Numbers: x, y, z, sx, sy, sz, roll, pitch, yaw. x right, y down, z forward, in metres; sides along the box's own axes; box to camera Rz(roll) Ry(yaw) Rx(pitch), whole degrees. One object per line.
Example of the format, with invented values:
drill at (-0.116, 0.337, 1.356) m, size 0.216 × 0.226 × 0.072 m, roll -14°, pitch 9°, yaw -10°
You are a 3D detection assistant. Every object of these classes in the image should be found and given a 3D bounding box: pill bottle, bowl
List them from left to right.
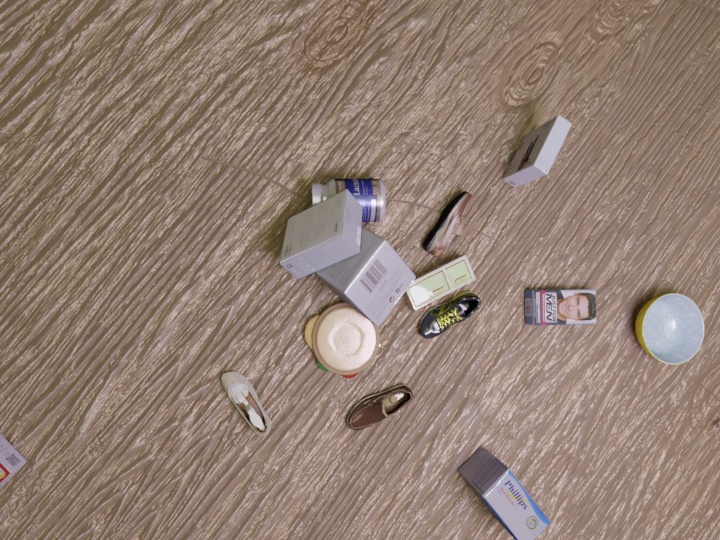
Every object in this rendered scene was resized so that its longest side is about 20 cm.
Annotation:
pill bottle at (-0.035, -0.188, 1.431) m, size 0.194 × 0.116 × 0.119 m, roll -2°, pitch 89°, yaw -8°
bowl at (0.883, 0.166, 1.557) m, size 0.194 × 0.108 × 0.206 m, roll 0°, pitch 89°, yaw -8°

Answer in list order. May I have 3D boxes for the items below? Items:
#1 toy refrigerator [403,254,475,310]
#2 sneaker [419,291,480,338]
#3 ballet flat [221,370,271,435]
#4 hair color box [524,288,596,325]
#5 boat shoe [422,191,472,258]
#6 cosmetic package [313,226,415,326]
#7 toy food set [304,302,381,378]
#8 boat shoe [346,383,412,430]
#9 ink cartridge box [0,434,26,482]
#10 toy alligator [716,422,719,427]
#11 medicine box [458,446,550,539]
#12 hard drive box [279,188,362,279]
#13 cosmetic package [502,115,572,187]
toy refrigerator at (0.216, 0.034, 1.485) m, size 0.196 × 0.070 × 0.077 m, roll -25°, pitch 92°, yaw -8°
sneaker at (0.250, 0.120, 1.480) m, size 0.198 × 0.085 × 0.075 m, roll -35°, pitch 93°, yaw -7°
ballet flat at (-0.299, 0.351, 1.410) m, size 0.067 × 0.062 × 0.202 m, roll -37°, pitch 94°, yaw -7°
hair color box at (0.579, 0.105, 1.540) m, size 0.194 × 0.061 × 0.102 m, roll -1°, pitch 89°, yaw -9°
boat shoe at (0.256, -0.126, 1.498) m, size 0.073 × 0.076 × 0.202 m, roll 34°, pitch 93°, yaw -11°
cosmetic package at (0.000, 0.000, 1.363) m, size 0.168 × 0.199 × 0.166 m, roll -50°, pitch 131°, yaw -6°
toy food set at (-0.042, 0.190, 1.457) m, size 0.197 × 0.049 × 0.201 m, roll -31°, pitch 93°, yaw -8°
boat shoe at (0.053, 0.374, 1.452) m, size 0.199 × 0.075 × 0.076 m, roll -31°, pitch 93°, yaw -7°
ink cartridge box at (-0.973, 0.490, 1.301) m, size 0.200 × 0.084 × 0.176 m, roll -43°, pitch 94°, yaw -6°
toy alligator at (1.153, 0.412, 1.621) m, size 0.196 × 0.060 × 0.055 m, roll -25°, pitch 50°, yaw -7°
medicine box at (0.381, 0.604, 1.431) m, size 0.102 × 0.200 × 0.183 m, roll -39°, pitch 94°, yaw -7°
hard drive box at (-0.097, -0.090, 1.332) m, size 0.077 × 0.197 × 0.159 m, roll 42°, pitch 38°, yaw -38°
cosmetic package at (0.482, -0.323, 1.464) m, size 0.051 × 0.200 × 0.153 m, roll 30°, pitch 84°, yaw -7°
